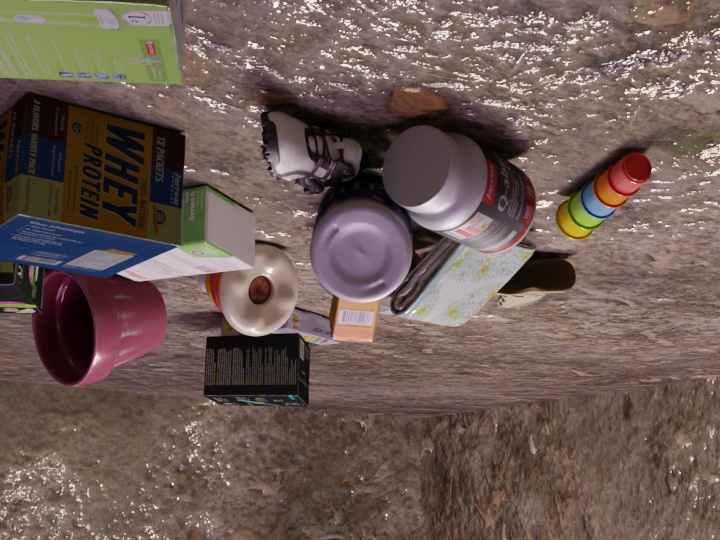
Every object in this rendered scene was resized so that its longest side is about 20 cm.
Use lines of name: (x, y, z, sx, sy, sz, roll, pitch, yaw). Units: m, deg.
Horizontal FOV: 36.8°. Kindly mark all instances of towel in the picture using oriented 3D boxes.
towel: (0.158, 0.008, 1.646, 0.170, 0.048, 0.200, 16, 125, -48)

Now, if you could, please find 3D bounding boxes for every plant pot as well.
plant pot: (-0.443, 0.089, 1.887, 0.198, 0.203, 0.178, -13, 176, 42)

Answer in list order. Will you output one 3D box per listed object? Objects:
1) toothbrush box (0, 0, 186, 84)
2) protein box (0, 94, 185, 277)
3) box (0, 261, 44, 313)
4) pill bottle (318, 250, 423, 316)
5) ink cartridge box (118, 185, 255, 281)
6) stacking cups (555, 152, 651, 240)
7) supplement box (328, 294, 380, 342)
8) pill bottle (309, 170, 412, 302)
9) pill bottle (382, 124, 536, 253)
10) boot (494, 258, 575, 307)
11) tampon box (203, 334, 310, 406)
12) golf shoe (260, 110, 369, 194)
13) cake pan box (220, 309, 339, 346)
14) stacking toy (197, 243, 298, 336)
toothbrush box: (-0.242, -0.217, 0.858, 0.197, 0.087, 0.146, 0, 166, -4)
protein box: (-0.337, -0.088, 1.263, 0.197, 0.137, 0.199, 11, 162, -37)
box: (-0.545, -0.018, 1.562, 0.146, 0.126, 0.200, 1, 165, -6)
pill bottle: (0.032, 0.007, 1.685, 0.115, 0.118, 0.199, -10, 163, 35)
ink cartridge box: (-0.267, -0.048, 1.528, 0.197, 0.085, 0.145, -6, 164, 21)
stacking cups: (0.311, -0.100, 1.401, 0.060, 0.061, 0.200, 2, 162, -9)
supplement box: (0.000, 0.000, 1.525, 0.068, 0.067, 0.202, 6, 120, -10)
pill bottle: (0.004, -0.052, 1.308, 0.118, 0.122, 0.200, -1, -160, 2)
pill bottle: (0.117, -0.095, 1.280, 0.115, 0.118, 0.199, -10, 163, 34)
boot: (0.245, 0.019, 1.835, 0.197, 0.073, 0.155, 3, 168, -13)
tampon box: (-0.213, 0.210, 2.257, 0.197, 0.128, 0.150, 0, 165, 6)
golf shoe: (-0.050, -0.139, 1.212, 0.093, 0.079, 0.200, -9, 174, 16)
cake pan box: (-0.165, 0.125, 2.285, 0.182, 0.053, 0.199, -7, 165, 32)
stacking toy: (-0.207, 0.021, 1.790, 0.145, 0.148, 0.199, 10, -179, -36)
